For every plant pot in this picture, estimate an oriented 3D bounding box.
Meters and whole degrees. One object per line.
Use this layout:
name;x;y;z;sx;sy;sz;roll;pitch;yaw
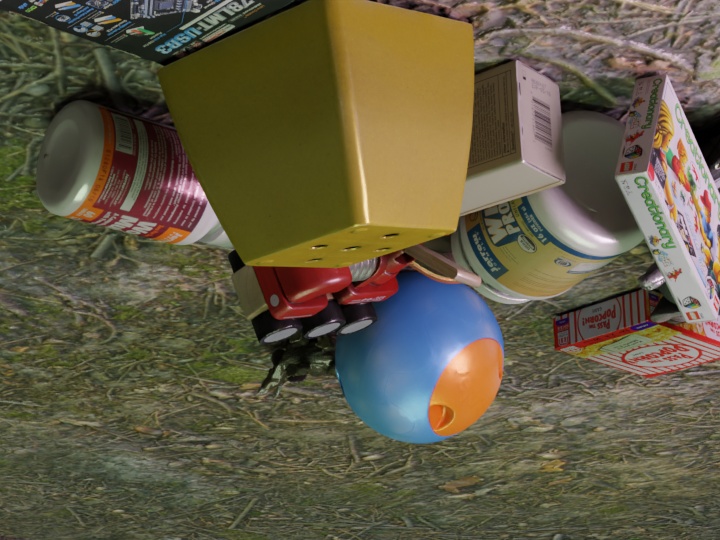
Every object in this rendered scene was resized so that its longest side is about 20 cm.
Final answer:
plant pot;-0.021;-0.103;1.419;0.199;0.177;0.200;-18;168;37

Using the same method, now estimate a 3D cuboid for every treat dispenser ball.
treat dispenser ball;0.069;0.102;2.001;0.200;0.202;0.201;-1;160;0

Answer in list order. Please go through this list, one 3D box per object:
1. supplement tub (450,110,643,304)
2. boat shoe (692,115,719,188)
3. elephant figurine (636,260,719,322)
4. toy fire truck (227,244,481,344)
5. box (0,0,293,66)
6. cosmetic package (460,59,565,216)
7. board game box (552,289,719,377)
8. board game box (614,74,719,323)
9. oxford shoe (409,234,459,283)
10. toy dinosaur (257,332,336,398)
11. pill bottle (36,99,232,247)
supplement tub;0.185;-0.055;1.663;0.144;0.145;0.200;7;158;-22
boat shoe;0.320;-0.103;1.656;0.066;0.070;0.200;22;150;-31
elephant figurine;0.370;0.002;1.874;0.155;0.142;0.200;32;171;-6
toy fire truck;0.000;0.000;1.659;0.200;0.129;0.176;-33;161;37
box;-0.165;-0.232;1.307;0.198;0.050;0.200;13;157;-39
cosmetic package;0.086;-0.109;1.574;0.199;0.104;0.073;-16;156;38
board game box;0.368;0.083;2.185;0.199;0.047;0.151;17;153;-40
board game box;0.291;-0.064;1.567;0.034;0.127;0.200;-8;135;29
oxford shoe;0.083;-0.036;1.824;0.199;0.072;0.073;9;153;-24
toy dinosaur;-0.047;0.115;2.248;0.199;0.077;0.102;-9;171;8
pill bottle;-0.196;-0.086;1.614;0.199;0.110;0.109;15;155;-36
